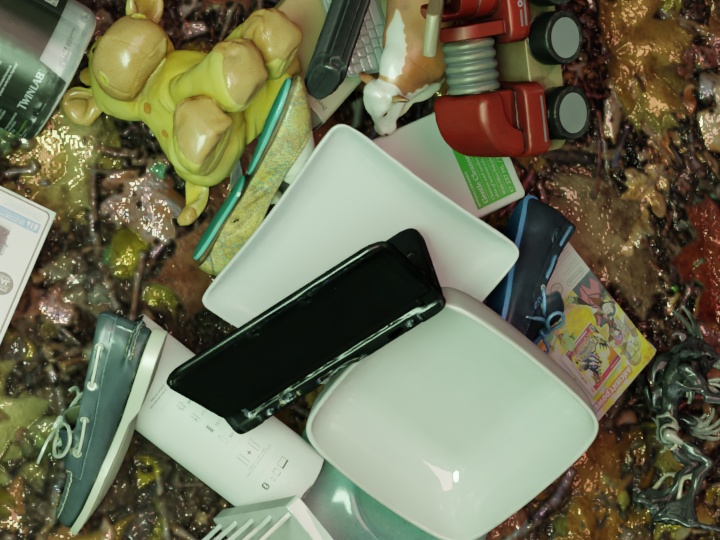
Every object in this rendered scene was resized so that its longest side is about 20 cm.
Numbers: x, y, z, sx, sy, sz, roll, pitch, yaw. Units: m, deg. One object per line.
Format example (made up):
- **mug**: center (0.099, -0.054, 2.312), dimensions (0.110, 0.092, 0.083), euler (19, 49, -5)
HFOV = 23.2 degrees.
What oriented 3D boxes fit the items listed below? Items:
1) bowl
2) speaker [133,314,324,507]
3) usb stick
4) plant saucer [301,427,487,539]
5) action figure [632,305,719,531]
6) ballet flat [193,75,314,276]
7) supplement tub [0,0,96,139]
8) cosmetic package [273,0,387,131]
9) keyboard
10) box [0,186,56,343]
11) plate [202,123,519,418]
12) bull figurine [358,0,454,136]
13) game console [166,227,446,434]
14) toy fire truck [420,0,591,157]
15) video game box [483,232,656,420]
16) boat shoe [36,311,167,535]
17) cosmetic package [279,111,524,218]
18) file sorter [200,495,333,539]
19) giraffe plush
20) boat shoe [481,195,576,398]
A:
- **bowl**: center (0.075, 0.112, 1.461), dimensions (0.199, 0.200, 0.075), euler (37, 28, -18)
- **speaker**: center (-0.130, 0.126, 1.454), dimensions (0.199, 0.081, 0.082), euler (38, 65, -11)
- **usb stick**: center (-0.009, -0.230, 1.493), dimensions (0.032, 0.055, 0.201), euler (26, 52, -13)
- **plant saucer**: center (0.036, 0.193, 1.536), dimensions (0.199, 0.039, 0.203), euler (6, 75, -22)
- **action figure**: center (0.316, 0.140, 1.639), dimensions (0.101, 0.119, 0.202), euler (11, 83, -12)
- **ballet flat**: center (-0.074, -0.072, 1.479), dimensions (0.070, 0.201, 0.071), euler (23, 28, -13)
- **supplement tub**: center (-0.326, -0.204, 1.421), dimensions (0.199, 0.122, 0.123), euler (29, 67, -15)
- **cosmetic package**: center (-0.023, -0.224, 1.592), dimensions (0.105, 0.071, 0.200), euler (43, 64, -10)
- **keyboard**: center (-0.019, -0.270, 1.557), dimensions (0.056, 0.011, 0.202), euler (-15, 85, -27)
- **box**: center (-0.335, 0.024, 1.397), dimensions (0.116, 0.060, 0.202), euler (27, 68, -16)
- **plate**: center (0.000, 0.000, 1.475), dimensions (0.199, 0.032, 0.200), euler (34, 108, -17)
- **bull figurine**: center (0.059, -0.212, 1.547), dimensions (0.121, 0.065, 0.202), euler (16, 78, -47)
- **game console**: center (-0.047, 0.026, 1.364), dimensions (0.199, 0.176, 0.117), euler (-31, 119, 10)
- **toy fire truck**: center (0.098, -0.177, 1.465), dimensions (0.199, 0.128, 0.178), euler (-14, 102, -37)
- **video game box**: center (0.156, 0.071, 1.610), dimensions (0.183, 0.047, 0.200), euler (50, 59, -4)
- **boat shoe**: center (-0.210, 0.121, 1.379), dimensions (0.061, 0.201, 0.075), euler (23, 32, -3)
- **cosmetic package**: center (0.034, -0.070, 1.574), dimensions (0.199, 0.085, 0.108), euler (-27, 93, -28)
- **file sorter**: center (-0.080, 0.275, 1.378), dimensions (0.124, 0.200, 0.139), euler (-41, 96, -22)
- **giraffe plush**: center (-0.159, -0.159, 1.473), dimensions (0.162, 0.200, 0.173), euler (35, 56, 6)
- **boat shoe**: center (0.152, 0.025, 1.546), dimensions (0.068, 0.084, 0.202), euler (21, 67, -8)
